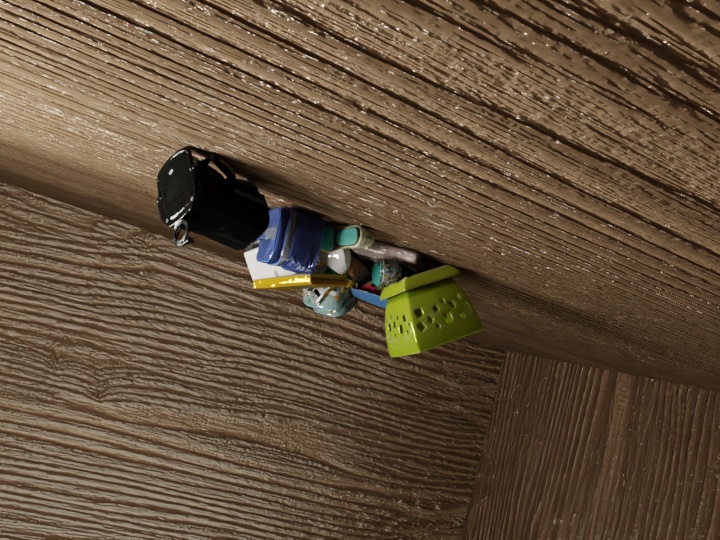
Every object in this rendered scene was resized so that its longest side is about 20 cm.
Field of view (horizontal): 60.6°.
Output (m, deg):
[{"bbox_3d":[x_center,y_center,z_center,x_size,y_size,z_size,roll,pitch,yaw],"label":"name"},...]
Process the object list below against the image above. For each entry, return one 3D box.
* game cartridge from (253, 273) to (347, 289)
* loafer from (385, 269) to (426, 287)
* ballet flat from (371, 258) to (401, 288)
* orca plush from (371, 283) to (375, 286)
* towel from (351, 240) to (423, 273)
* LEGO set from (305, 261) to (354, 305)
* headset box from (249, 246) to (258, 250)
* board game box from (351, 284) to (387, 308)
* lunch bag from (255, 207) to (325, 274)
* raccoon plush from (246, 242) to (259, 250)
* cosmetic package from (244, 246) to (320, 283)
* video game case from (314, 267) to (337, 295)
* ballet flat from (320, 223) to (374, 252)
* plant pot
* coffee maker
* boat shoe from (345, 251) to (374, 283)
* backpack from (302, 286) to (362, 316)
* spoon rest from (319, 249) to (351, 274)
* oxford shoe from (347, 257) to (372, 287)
[{"bbox_3d":[-0.160,0.032,1.615,0.195,0.034,0.175,-8,174,31],"label":"game cartridge"},{"bbox_3d":[0.145,0.036,1.709,0.195,0.072,0.075,7,-165,-28],"label":"loafer"},{"bbox_3d":[0.070,0.008,1.573,0.070,0.074,0.200,16,175,-4],"label":"ballet flat"},{"bbox_3d":[0.088,0.038,1.808,0.103,0.073,0.198,5,163,-34],"label":"orca plush"},{"bbox_3d":[0.063,-0.041,1.601,0.194,0.033,0.191,14,173,14],"label":"towel"},{"bbox_3d":[-0.121,0.018,1.812,0.200,0.116,0.153,45,-167,12],"label":"LEGO set"},{"bbox_3d":[-0.378,-0.114,1.908,0.197,0.079,0.147,12,172,44],"label":"headset box"},{"bbox_3d":[0.053,0.069,1.782,0.154,0.040,0.200,19,170,6],"label":"board game box"},{"bbox_3d":[-0.179,-0.074,1.465,0.129,0.140,0.199,17,174,-21],"label":"lunch bag"},{"bbox_3d":[-0.242,-0.122,1.640,0.131,0.100,0.198,-8,-169,38],"label":"raccoon plush"},{"bbox_3d":[-0.216,-0.034,1.691,0.196,0.104,0.074,-17,-173,34],"label":"cosmetic package"},{"bbox_3d":[-0.139,-0.006,1.922,0.139,0.018,0.202,18,-148,-13],"label":"video game case"},{"bbox_3d":[-0.041,-0.074,1.462,0.061,0.070,0.197,9,180,-39],"label":"ballet flat"},{"bbox_3d":[0.165,0.100,1.573,0.194,0.187,0.199,-15,176,-22],"label":"plant pot"},{"bbox_3d":[-0.286,-0.112,1.204,0.132,0.198,0.198,-9,161,35],"label":"coffee maker"},{"bbox_3d":[0.006,-0.011,1.859,0.198,0.071,0.063,18,-145,-50],"label":"boat shoe"},{"bbox_3d":[-0.098,0.062,2.017,0.172,0.158,0.199,14,-159,27],"label":"backpack"},{"bbox_3d":[-0.078,-0.045,1.672,0.059,0.103,0.199,-14,-169,-19],"label":"spoon rest"},{"bbox_3d":[0.000,0.000,1.751,0.072,0.070,0.200,57,180,14],"label":"oxford shoe"}]
